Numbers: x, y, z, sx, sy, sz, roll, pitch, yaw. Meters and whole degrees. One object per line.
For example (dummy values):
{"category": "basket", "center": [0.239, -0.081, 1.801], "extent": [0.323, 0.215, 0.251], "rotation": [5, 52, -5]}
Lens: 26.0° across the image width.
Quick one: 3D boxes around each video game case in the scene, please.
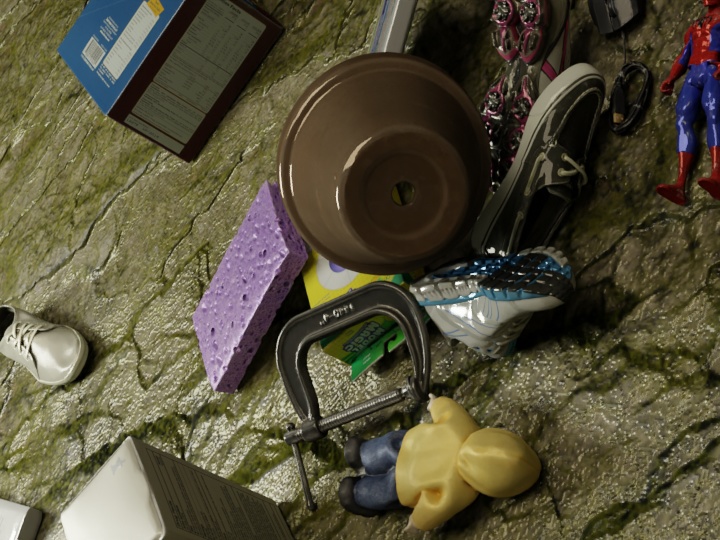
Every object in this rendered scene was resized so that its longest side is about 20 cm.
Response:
{"category": "video game case", "center": [0.023, -0.214, 1.575], "extent": [0.182, 0.022, 0.203], "rotation": [151, 134, -81]}

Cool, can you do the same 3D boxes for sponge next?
{"category": "sponge", "center": [-0.116, 0.018, 1.623], "extent": [0.201, 0.030, 0.112], "rotation": [-59, 35, 32]}

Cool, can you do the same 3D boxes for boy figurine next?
{"category": "boy figurine", "center": [0.070, 0.166, 1.364], "extent": [0.198, 0.064, 0.126], "rotation": [-15, 57, 40]}

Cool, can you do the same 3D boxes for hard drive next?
{"category": "hard drive", "center": [-0.459, 0.332, 1.851], "extent": [0.199, 0.027, 0.133], "rotation": [3, 71, 46]}

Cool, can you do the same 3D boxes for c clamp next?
{"category": "c clamp", "center": [-0.005, 0.108, 1.468], "extent": [0.199, 0.027, 0.173], "rotation": [-31, 76, 31]}

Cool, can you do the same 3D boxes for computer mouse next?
{"category": "computer mouse", "center": [0.234, -0.216, 1.435], "extent": [0.058, 0.034, 0.202], "rotation": [-23, 53, 35]}

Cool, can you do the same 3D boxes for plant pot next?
{"category": "plant pot", "center": [0.030, -0.081, 1.357], "extent": [0.201, 0.199, 0.175], "rotation": [-55, 13, 6]}

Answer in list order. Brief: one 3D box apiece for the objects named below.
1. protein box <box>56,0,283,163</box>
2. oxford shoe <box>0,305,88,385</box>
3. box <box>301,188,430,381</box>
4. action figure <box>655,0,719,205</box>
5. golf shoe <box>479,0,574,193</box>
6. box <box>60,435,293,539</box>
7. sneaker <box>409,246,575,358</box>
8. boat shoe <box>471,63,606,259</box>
{"category": "protein box", "center": [-0.233, -0.279, 1.882], "extent": [0.201, 0.134, 0.199], "rotation": [-53, 40, 9]}
{"category": "oxford shoe", "center": [-0.398, 0.089, 1.904], "extent": [0.199, 0.058, 0.076], "rotation": [20, 80, 48]}
{"category": "box", "center": [0.000, 0.000, 1.535], "extent": [0.117, 0.048, 0.201], "rotation": [-40, 46, 24]}
{"category": "action figure", "center": [0.292, -0.159, 1.334], "extent": [0.065, 0.051, 0.202], "rotation": [-12, 57, 46]}
{"category": "golf shoe", "center": [0.162, -0.168, 1.455], "extent": [0.072, 0.091, 0.203], "rotation": [20, 105, 41]}
{"category": "box", "center": [-0.158, 0.261, 1.441], "extent": [0.109, 0.199, 0.128], "rotation": [-47, 42, 14]}
{"category": "sneaker", "center": [0.127, 0.033, 1.366], "extent": [0.075, 0.087, 0.199], "rotation": [-31, 13, -27]}
{"category": "boat shoe", "center": [0.174, -0.085, 1.400], "extent": [0.064, 0.070, 0.202], "rotation": [39, 107, 48]}
